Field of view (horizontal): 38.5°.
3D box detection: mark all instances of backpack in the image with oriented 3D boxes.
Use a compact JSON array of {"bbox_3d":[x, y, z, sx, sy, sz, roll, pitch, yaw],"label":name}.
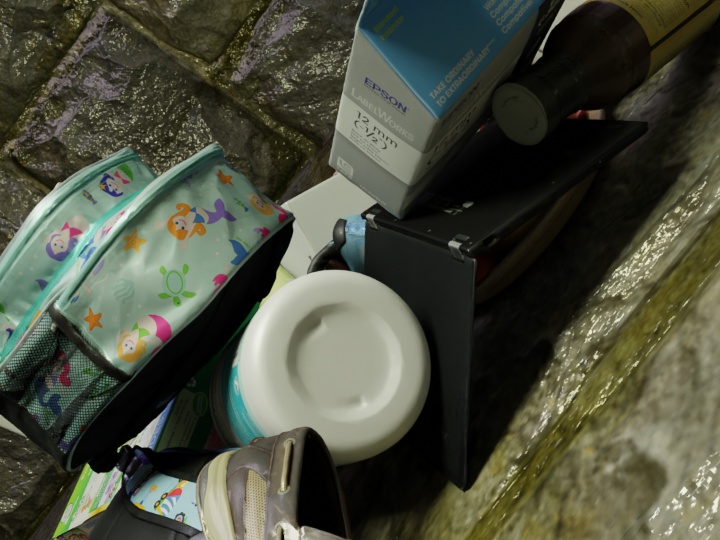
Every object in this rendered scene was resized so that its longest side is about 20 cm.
[{"bbox_3d":[-0.141,0.008,0.668,0.200,0.151,0.178,-41,4,26],"label":"backpack"},{"bbox_3d":[-0.101,0.203,0.643,0.200,0.134,0.183,-16,39,52],"label":"backpack"}]

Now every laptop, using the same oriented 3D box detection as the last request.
[{"bbox_3d":[0.078,0.004,0.654,0.200,0.116,0.187,-36,18,-10],"label":"laptop"}]

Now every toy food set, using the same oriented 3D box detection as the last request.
[{"bbox_3d":[0.111,-0.059,0.775,0.198,0.049,0.200,-49,11,24],"label":"toy food set"}]

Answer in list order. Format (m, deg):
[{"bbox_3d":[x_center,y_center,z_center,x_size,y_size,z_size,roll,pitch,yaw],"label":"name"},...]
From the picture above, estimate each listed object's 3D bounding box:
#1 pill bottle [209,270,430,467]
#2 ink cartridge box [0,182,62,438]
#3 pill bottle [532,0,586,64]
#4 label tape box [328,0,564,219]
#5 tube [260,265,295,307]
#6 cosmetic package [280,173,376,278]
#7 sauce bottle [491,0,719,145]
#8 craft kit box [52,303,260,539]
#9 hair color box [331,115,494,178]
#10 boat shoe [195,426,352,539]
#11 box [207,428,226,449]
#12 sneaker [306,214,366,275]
[{"bbox_3d":[-0.036,0.075,0.664,0.111,0.111,0.200,-58,6,-21],"label":"pill bottle"},{"bbox_3d":[-0.251,0.050,0.898,0.200,0.146,0.084,-53,23,19],"label":"ink cartridge box"},{"bbox_3d":[0.160,-0.215,0.810,0.116,0.116,0.200,-51,3,14],"label":"pill bottle"},{"bbox_3d":[0.057,-0.131,0.583,0.143,0.066,0.200,-49,-6,-19],"label":"label tape box"},{"bbox_3d":[-0.086,0.015,0.944,0.200,0.052,0.058,43,122,58],"label":"tube"},{"bbox_3d":[0.018,-0.067,0.943,0.200,0.071,0.101,-31,2,-21],"label":"cosmetic package"},{"bbox_3d":[0.157,-0.142,0.639,0.200,0.065,0.065,-36,0,-32],"label":"sauce bottle"},{"bbox_3d":[-0.174,0.128,0.873,0.197,0.048,0.201,-31,33,49],"label":"craft kit box"},{"bbox_3d":[0.060,-0.127,1.075,0.200,0.101,0.061,-47,13,40],"label":"hair color box"},{"bbox_3d":[-0.023,0.152,0.484,0.073,0.074,0.200,-38,47,12],"label":"boat shoe"},{"bbox_3d":[-0.137,0.199,0.914,0.200,0.095,0.100,-58,13,-20],"label":"box"},{"bbox_3d":[0.000,0.000,0.839,0.200,0.089,0.079,106,164,-63],"label":"sneaker"}]
